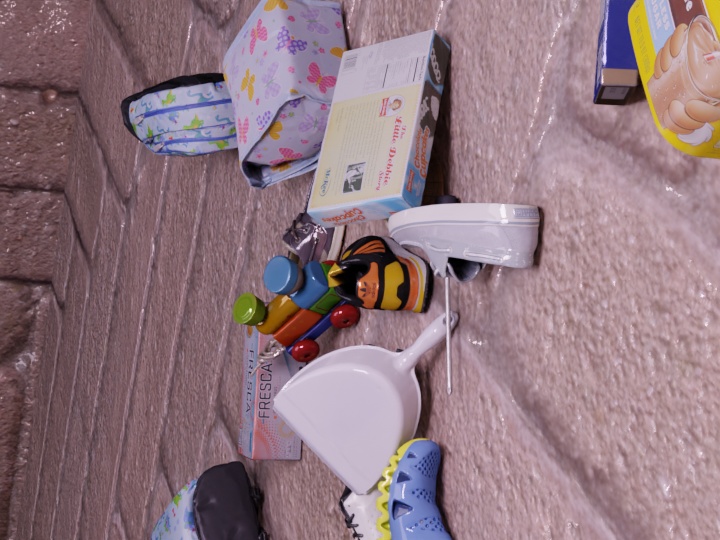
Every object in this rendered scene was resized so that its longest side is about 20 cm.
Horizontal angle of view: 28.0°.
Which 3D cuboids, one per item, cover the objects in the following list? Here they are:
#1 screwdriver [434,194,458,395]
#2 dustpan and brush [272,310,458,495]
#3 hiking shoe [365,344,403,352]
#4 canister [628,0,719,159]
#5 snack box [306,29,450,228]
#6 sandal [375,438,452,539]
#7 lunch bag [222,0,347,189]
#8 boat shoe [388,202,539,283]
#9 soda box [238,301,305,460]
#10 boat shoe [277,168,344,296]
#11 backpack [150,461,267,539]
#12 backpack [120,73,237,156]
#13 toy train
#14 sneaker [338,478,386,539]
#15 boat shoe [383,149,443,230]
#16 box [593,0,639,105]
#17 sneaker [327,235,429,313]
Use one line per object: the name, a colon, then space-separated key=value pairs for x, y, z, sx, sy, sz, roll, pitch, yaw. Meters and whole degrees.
screwdriver: x=0.087 y=0.022 z=1.412 sx=0.029 sy=0.028 sz=0.200 roll=127 pitch=144 yaw=-68
dustpan and brush: x=0.024 y=0.113 z=1.446 sx=0.200 sy=0.140 sz=0.057 roll=-46 pitch=-4 yaw=27
hiking shoe: x=0.002 y=0.125 z=1.582 sx=0.200 sy=0.074 sz=0.087 roll=1 pitch=68 yaw=66
canister: x=0.261 y=-0.183 z=0.935 sx=0.200 sy=0.086 sz=0.149 roll=123 pitch=144 yaw=-54
snack box: x=0.020 y=-0.143 z=1.458 sx=0.116 sy=0.037 sz=0.200 roll=-8 pitch=58 yaw=35
sandal: x=0.058 y=0.265 z=1.413 sx=0.087 sy=0.079 sz=0.200 roll=4 pitch=82 yaw=32
lunch bag: x=-0.094 y=-0.219 z=1.788 sx=0.200 sy=0.127 sz=0.170 roll=-44 pitch=48 yaw=46
boat shoe: x=0.090 y=-0.024 z=1.339 sx=0.201 sy=0.070 sz=0.072 roll=-2 pitch=86 yaw=57
soda box: x=-0.111 y=0.141 z=1.842 sx=0.064 sy=0.068 sz=0.200 roll=-175 pitch=88 yaw=-68
boat shoe: x=-0.064 y=-0.030 z=1.754 sx=0.072 sy=0.065 sz=0.200 roll=-135 pitch=52 yaw=-62
backpack: x=-0.214 y=0.375 z=1.996 sx=0.200 sy=0.154 sz=0.163 roll=110 pitch=149 yaw=-65
backpack: x=-0.244 y=-0.230 z=2.128 sx=0.200 sy=0.163 sz=0.154 roll=-28 pitch=71 yaw=58
toy train: x=-0.105 y=0.060 z=1.691 sx=0.200 sy=0.116 sz=0.085 roll=-42 pitch=50 yaw=26
sneaker: x=0.014 y=0.269 z=1.494 sx=0.074 sy=0.080 sz=0.200 roll=140 pitch=129 yaw=-59
boat shoe: x=0.040 y=-0.105 z=1.507 sx=0.065 sy=0.072 sz=0.200 roll=106 pitch=159 yaw=-54
box: x=0.200 y=-0.232 z=1.099 sx=0.121 sy=0.032 sz=0.200 roll=-1 pitch=-87 yaw=-83
sneaker: x=0.000 y=0.000 z=1.554 sx=0.200 sy=0.090 sz=0.070 roll=-156 pitch=71 yaw=-67
